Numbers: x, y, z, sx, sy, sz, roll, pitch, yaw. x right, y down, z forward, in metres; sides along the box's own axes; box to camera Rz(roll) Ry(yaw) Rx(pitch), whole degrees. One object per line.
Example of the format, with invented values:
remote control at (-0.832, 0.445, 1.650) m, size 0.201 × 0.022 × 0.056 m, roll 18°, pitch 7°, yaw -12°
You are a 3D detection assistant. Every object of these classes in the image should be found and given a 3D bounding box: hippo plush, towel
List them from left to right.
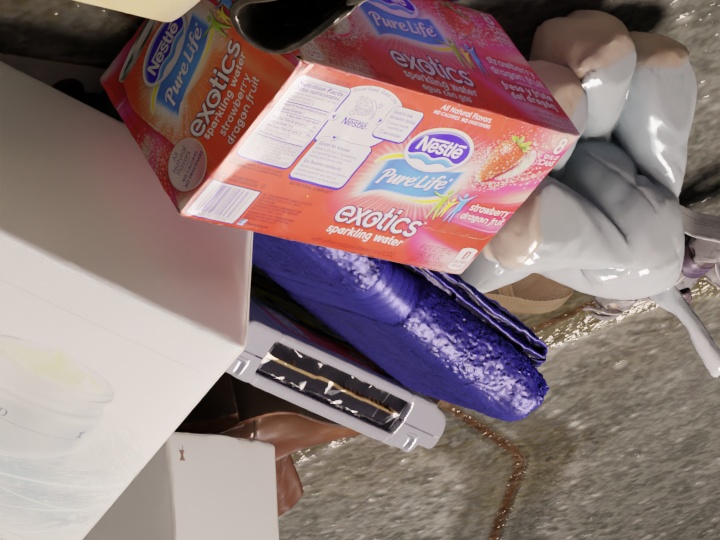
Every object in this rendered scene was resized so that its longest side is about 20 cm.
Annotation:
towel at (0.000, 0.000, 1.516) m, size 0.200 × 0.050 × 0.148 m, roll 40°, pitch 169°, yaw -28°
hippo plush at (0.094, -0.051, 1.557) m, size 0.161 × 0.159 × 0.200 m, roll 0°, pitch 159°, yaw 47°

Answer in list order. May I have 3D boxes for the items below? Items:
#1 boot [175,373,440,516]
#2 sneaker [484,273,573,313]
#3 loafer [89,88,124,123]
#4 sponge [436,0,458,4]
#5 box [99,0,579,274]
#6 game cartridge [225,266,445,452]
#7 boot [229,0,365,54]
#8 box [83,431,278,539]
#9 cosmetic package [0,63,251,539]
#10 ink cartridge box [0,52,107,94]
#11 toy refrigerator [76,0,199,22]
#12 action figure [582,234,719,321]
boot at (-0.040, 0.115, 1.856) m, size 0.186 × 0.064 × 0.200 m, roll -2°, pitch 151°, yaw -1°
sneaker at (0.051, -0.018, 1.661) m, size 0.200 × 0.070 × 0.076 m, roll -3°, pitch 136°, yaw -38°
loafer at (-0.121, -0.046, 1.433) m, size 0.070 × 0.068 × 0.201 m, roll -8°, pitch 142°, yaw -43°
sponge at (0.037, -0.163, 1.372) m, size 0.200 × 0.030 × 0.112 m, roll -18°, pitch 155°, yaw 2°
box at (-0.007, -0.076, 1.356) m, size 0.200 × 0.095 × 0.100 m, roll 11°, pitch 128°, yaw -47°
game cartridge at (-0.051, 0.033, 1.602) m, size 0.200 × 0.133 × 0.041 m, roll 27°, pitch 96°, yaw -49°
boot at (0.035, -0.169, 1.222) m, size 0.200 × 0.131 × 0.068 m, roll -35°, pitch 113°, yaw 29°
box at (-0.165, 0.156, 1.738) m, size 0.200 × 0.098 × 0.124 m, roll -8°, pitch 170°, yaw 27°
cosmetic package at (-0.186, 0.019, 1.364) m, size 0.199 × 0.123 × 0.200 m, roll 26°, pitch 125°, yaw -21°
ink cartridge box at (-0.194, -0.041, 1.483) m, size 0.163 × 0.057 × 0.200 m, roll 5°, pitch 126°, yaw -40°
toy refrigerator at (-0.144, -0.165, 1.201) m, size 0.200 × 0.076 × 0.070 m, roll 9°, pitch 145°, yaw -45°
action figure at (0.213, -0.015, 1.734) m, size 0.200 × 0.069 × 0.130 m, roll -30°, pitch 176°, yaw 33°
